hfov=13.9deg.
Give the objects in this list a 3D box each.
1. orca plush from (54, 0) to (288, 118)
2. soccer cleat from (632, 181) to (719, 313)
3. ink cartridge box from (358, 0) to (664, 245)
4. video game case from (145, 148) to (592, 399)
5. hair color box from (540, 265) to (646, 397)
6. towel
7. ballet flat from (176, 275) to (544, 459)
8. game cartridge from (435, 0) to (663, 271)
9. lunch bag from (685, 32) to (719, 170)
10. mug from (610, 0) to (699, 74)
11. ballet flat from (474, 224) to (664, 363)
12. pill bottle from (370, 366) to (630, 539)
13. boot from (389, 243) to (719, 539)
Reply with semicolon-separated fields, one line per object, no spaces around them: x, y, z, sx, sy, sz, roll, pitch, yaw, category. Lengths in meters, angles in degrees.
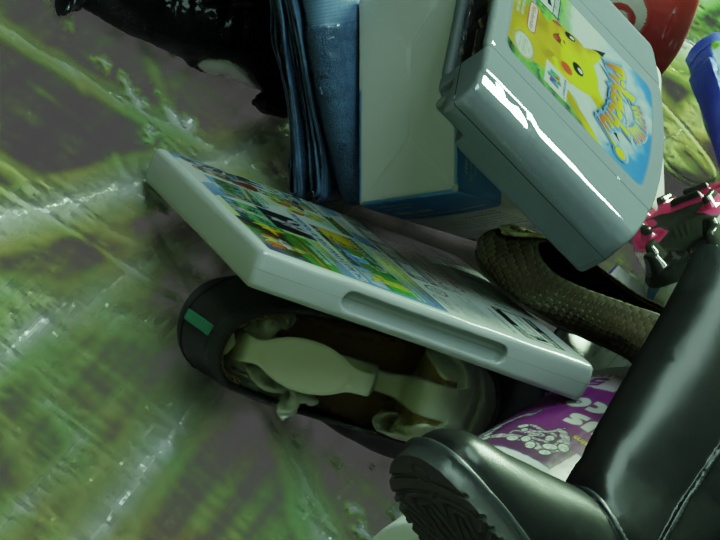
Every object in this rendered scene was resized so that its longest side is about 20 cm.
-0.064;-0.153;1.615;0.200;0.071;0.105;25;37;-16;orca plush
0.184;0.007;1.562;0.200;0.070;0.086;-57;124;-73;soccer cleat
0.084;-0.074;1.596;0.200;0.067;0.116;16;70;-51;ink cartridge box
0.000;0.000;1.463;0.182;0.022;0.200;20;9;-22;video game case
0.175;0.100;1.544;0.200;0.065;0.109;40;35;7;hair color box
-0.006;-0.137;1.585;0.112;0.048;0.200;-15;97;-52;towel
0.007;0.055;1.443;0.200;0.073;0.073;18;40;-19;ballet flat
0.100;-0.093;1.497;0.133;0.040;0.200;47;29;-23;game cartridge
0.281;-0.039;1.732;0.200;0.127;0.170;26;36;-32;lunch bag
0.088;-0.174;1.721;0.200;0.134;0.178;13;40;-25;mug
0.128;0.017;1.458;0.067;0.046;0.200;4;21;-37;ballet flat
0.087;0.124;1.401;0.112;0.112;0.200;47;37;13;pill bottle
0.116;0.065;1.301;0.200;0.066;0.165;-51;125;-22;boot
